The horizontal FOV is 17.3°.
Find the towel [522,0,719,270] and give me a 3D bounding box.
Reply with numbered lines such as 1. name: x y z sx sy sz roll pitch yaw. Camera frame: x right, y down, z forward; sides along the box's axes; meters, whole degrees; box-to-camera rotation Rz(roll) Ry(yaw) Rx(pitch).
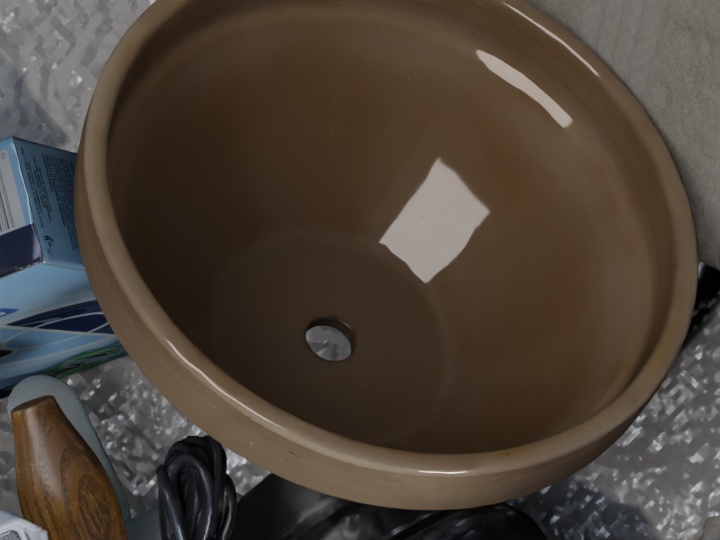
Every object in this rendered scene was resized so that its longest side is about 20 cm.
1. towel: 0.096 -0.112 0.775 0.132 0.034 0.201 39 138 32

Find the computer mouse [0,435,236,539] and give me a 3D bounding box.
1. computer mouse: -0.124 0.105 0.779 0.198 0.044 0.111 1 107 24

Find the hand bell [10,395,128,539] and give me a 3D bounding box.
1. hand bell: -0.077 0.139 0.817 0.103 0.104 0.202 -15 100 19

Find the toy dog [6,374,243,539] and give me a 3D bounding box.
1. toy dog: -0.142 0.104 0.880 0.198 0.096 0.133 17 106 -14

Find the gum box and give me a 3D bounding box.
1. gum box: -0.139 0.011 0.828 0.169 0.200 0.045 -20 79 19

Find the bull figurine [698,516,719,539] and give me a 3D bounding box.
1. bull figurine: 0.167 0.054 0.741 0.065 0.200 0.122 15 73 -11

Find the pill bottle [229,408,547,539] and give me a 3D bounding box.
1. pill bottle: 0.037 0.151 0.799 0.112 0.112 0.201 -38 75 15

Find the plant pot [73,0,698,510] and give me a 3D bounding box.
1. plant pot: 0.000 0.000 0.764 0.201 0.200 0.093 49 144 17
